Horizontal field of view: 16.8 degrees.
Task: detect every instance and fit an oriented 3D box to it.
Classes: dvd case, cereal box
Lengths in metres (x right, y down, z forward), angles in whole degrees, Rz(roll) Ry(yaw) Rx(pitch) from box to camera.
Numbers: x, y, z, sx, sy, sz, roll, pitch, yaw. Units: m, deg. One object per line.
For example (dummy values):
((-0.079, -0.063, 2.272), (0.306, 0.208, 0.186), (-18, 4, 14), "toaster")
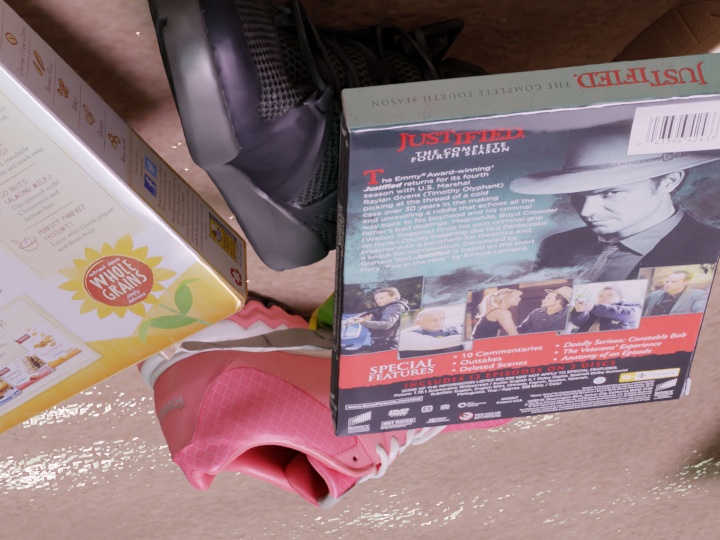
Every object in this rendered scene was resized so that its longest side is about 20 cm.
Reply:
((0.062, -0.004, 0.895), (0.145, 0.022, 0.200), (-6, 147, -6), "dvd case")
((-0.154, -0.026, 0.868), (0.143, 0.040, 0.200), (-26, 130, 22), "cereal box")

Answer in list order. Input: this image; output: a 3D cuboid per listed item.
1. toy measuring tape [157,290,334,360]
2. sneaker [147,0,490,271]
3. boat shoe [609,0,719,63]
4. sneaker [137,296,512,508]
((0.000, 0.000, 0.989), (0.199, 0.074, 0.074), (1, 149, -36), "toy measuring tape")
((-0.009, -0.068, 0.873), (0.114, 0.077, 0.200), (-19, 154, 8), "sneaker")
((0.100, -0.039, 0.928), (0.200, 0.072, 0.065), (-38, 109, 13), "boat shoe")
((-0.006, 0.069, 1.099), (0.199, 0.087, 0.074), (4, 148, -28), "sneaker")
